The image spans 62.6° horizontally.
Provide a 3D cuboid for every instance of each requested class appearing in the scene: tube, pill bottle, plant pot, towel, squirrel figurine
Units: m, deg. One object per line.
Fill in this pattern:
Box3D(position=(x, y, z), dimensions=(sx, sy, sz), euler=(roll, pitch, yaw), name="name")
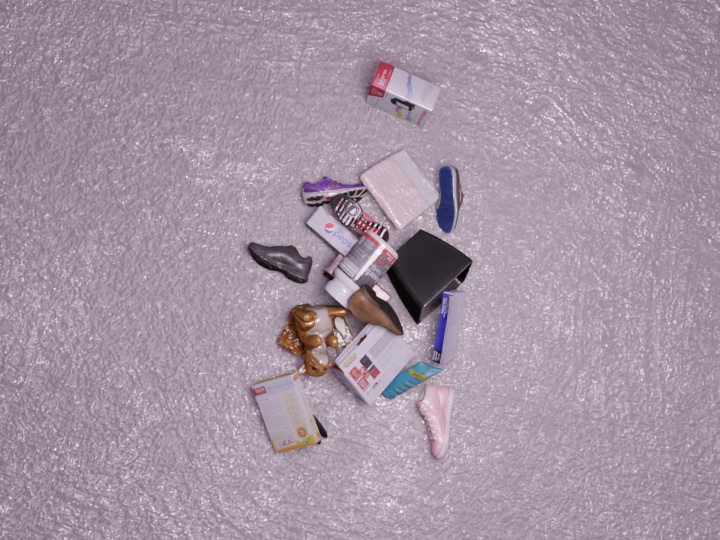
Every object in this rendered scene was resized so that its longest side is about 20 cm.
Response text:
Box3D(position=(0.138, 0.300, 1.651), dimensions=(0.077, 0.200, 0.051), euler=(20, 49, -29), name="tube")
Box3D(position=(0.000, 0.000, 1.605), dimensions=(0.116, 0.116, 0.201), euler=(40, 90, 0), name="pill bottle")
Box3D(position=(0.183, 0.005, 1.701), dimensions=(0.199, 0.200, 0.178), euler=(-40, 76, -10), name="plant pot")
Box3D(position=(0.123, -0.247, 1.780), dimensions=(0.190, 0.032, 0.201), euler=(-36, 87, -25), name="towel")
Box3D(position=(-0.138, 0.195, 1.652), dimensions=(0.140, 0.198, 0.190), euler=(-8, 100, -40), name="squirrel figurine")

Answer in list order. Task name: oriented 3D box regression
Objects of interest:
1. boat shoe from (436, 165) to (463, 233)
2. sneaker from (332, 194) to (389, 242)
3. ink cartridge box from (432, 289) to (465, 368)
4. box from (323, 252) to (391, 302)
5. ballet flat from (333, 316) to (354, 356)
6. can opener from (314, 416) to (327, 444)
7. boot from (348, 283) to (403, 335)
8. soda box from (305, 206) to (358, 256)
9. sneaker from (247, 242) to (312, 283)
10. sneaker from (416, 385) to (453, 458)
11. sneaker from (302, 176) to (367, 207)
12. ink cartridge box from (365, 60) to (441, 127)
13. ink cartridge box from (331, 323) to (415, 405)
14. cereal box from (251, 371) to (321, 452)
Box3D(position=(0.279, -0.214, 1.789), dimensions=(0.072, 0.072, 0.203), euler=(-14, 110, -47), name="boat shoe")
Box3D(position=(-0.007, -0.141, 1.734), dimensions=(0.200, 0.087, 0.074), euler=(41, 87, -9), name="sneaker")
Box3D(position=(0.243, 0.158, 1.661), dimensions=(0.040, 0.200, 0.203), euler=(10, 94, 20), name="ink cartridge box")
Box3D(position=(-0.011, 0.043, 1.711), dimensions=(0.200, 0.100, 0.075), euler=(42, 80, 0), name="box")
Box3D(position=(-0.044, 0.200, 1.703), dimensions=(0.069, 0.069, 0.203), euler=(-21, 86, -9), name="ballet flat")
Box3D(position=(-0.163, 0.403, 1.665), dimensions=(0.063, 0.078, 0.202), euler=(-32, 96, -18), name="can opener")
Box3D(position=(0.043, 0.119, 1.588), dimensions=(0.075, 0.074, 0.200), euler=(-35, 123, 16), name="boot")
Box3D(position=(-0.066, -0.095, 1.741), dimensions=(0.199, 0.063, 0.068), euler=(40, 81, 0), name="soda box")
Box3D(position=(-0.230, -0.039, 1.718), dimensions=(0.198, 0.076, 0.092), euler=(27, 70, -10), name="sneaker")
Box3D(position=(0.203, 0.427, 1.697), dimensions=(0.103, 0.075, 0.203), euler=(14, 73, -9), name="sneaker")
Box3D(position=(-0.075, -0.245, 1.758), dimensions=(0.197, 0.081, 0.085), euler=(-3, 65, -13), name="sneaker")
Box3D(position=(0.127, -0.526, 1.782), dimensions=(0.198, 0.146, 0.084), euler=(23, 81, -3), name="ink cartridge box")
Box3D(position=(0.025, 0.237, 1.655), dimensions=(0.200, 0.084, 0.176), euler=(-45, 112, -20), name="ink cartridge box")
Box3D(position=(-0.204, 0.389, 1.625), dimensions=(0.142, 0.039, 0.203), euler=(-18, 92, 27), name="cereal box")
